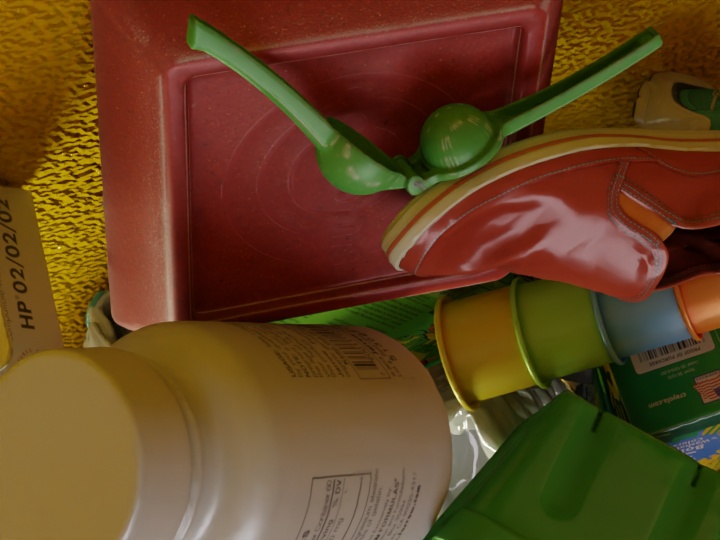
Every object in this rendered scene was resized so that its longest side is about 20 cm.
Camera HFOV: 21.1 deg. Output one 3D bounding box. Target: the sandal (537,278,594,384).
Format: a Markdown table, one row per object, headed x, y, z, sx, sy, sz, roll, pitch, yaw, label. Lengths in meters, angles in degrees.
| x | y | z | sx | sy | sz | roll | pitch | yaw | label |
| --- | --- | --- | --- | --- | --- | --- | --- | --- | --- |
| 0.176 | 0.000 | 1.080 | 0.199 | 0.055 | 0.082 | -28 | 114 | 5 | sandal |

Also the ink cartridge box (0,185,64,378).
| x | y | z | sx | sy | sz | roll | pitch | yaw | label |
| --- | --- | --- | --- | --- | --- | --- | --- | --- | --- |
| -0.192 | 0.037 | 0.850 | 0.068 | 0.116 | 0.200 | 9 | 146 | -44 | ink cartridge box |

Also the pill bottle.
| x | y | z | sx | sy | sz | roll | pitch | yaw | label |
| --- | --- | --- | --- | --- | --- | --- | --- | --- | --- |
| -0.059 | 0.078 | 0.803 | 0.114 | 0.115 | 0.200 | -31 | 161 | 30 | pill bottle |

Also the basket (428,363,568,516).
| x | y | z | sx | sy | sz | roll | pitch | yaw | label |
| --- | --- | --- | --- | --- | --- | --- | --- | --- | --- |
| 0.075 | 0.140 | 1.119 | 0.135 | 0.200 | 0.123 | -24 | -161 | 29 | basket |

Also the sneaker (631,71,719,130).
| x | y | z | sx | sy | sz | roll | pitch | yaw | label |
| --- | --- | --- | --- | --- | --- | --- | --- | --- | --- |
| 0.212 | -0.045 | 0.947 | 0.079 | 0.078 | 0.200 | 8 | 178 | 43 | sneaker |

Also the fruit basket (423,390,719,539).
| x | y | z | sx | sy | sz | roll | pitch | yaw | label |
| --- | --- | --- | --- | --- | --- | --- | --- | --- | --- |
| 0.072 | 0.168 | 0.924 | 0.155 | 0.216 | 0.216 | 28 | 150 | 2 | fruit basket |

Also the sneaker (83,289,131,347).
| x | y | z | sx | sy | sz | roll | pitch | yaw | label |
| --- | --- | --- | --- | --- | --- | --- | --- | --- | --- |
| -0.120 | 0.051 | 0.993 | 0.075 | 0.089 | 0.200 | -39 | -166 | -30 | sneaker |

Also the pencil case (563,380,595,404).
| x | y | z | sx | sy | sz | roll | pitch | yaw | label |
| --- | --- | --- | --- | --- | --- | --- | --- | --- | --- |
| 0.210 | 0.036 | 1.151 | 0.199 | 0.078 | 0.090 | -13 | 140 | -8 | pencil case |

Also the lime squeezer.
| x | y | z | sx | sy | sz | roll | pitch | yaw | label |
| --- | --- | --- | --- | --- | --- | --- | --- | --- | --- |
| 0.023 | -0.065 | 0.764 | 0.199 | 0.071 | 0.038 | -1 | -167 | -21 | lime squeezer |

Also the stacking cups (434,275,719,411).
| x | y | z | sx | sy | sz | roll | pitch | yaw | label |
| --- | --- | --- | --- | --- | --- | --- | --- | --- | --- |
| 0.138 | 0.013 | 0.938 | 0.199 | 0.061 | 0.061 | -18 | 156 | 15 | stacking cups |

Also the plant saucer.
| x | y | z | sx | sy | sz | roll | pitch | yaw | label |
| --- | --- | --- | --- | --- | --- | --- | --- | --- | --- |
| -0.008 | -0.049 | 0.812 | 0.199 | 0.037 | 0.200 | -11 | 138 | -14 | plant saucer |

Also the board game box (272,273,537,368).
| x | y | z | sx | sy | sz | roll | pitch | yaw | label |
| --- | --- | --- | --- | --- | --- | --- | --- | --- | --- |
| 0.000 | 0.000 | 0.976 | 0.101 | 0.048 | 0.200 | -28 | 153 | 25 | board game box |

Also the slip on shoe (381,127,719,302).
| x | y | z | sx | sy | sz | roll | pitch | yaw | label |
| --- | --- | --- | --- | --- | --- | --- | --- | --- | --- |
| 0.105 | -0.018 | 0.815 | 0.199 | 0.061 | 0.074 | -4 | 151 | -22 | slip on shoe |

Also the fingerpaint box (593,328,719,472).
| x | y | z | sx | sy | sz | roll | pitch | yaw | label |
| --- | --- | --- | --- | --- | --- | --- | --- | --- | --- |
| 0.229 | 0.057 | 1.032 | 0.199 | 0.074 | 0.167 | -18 | 156 | 0 | fingerpaint box |
